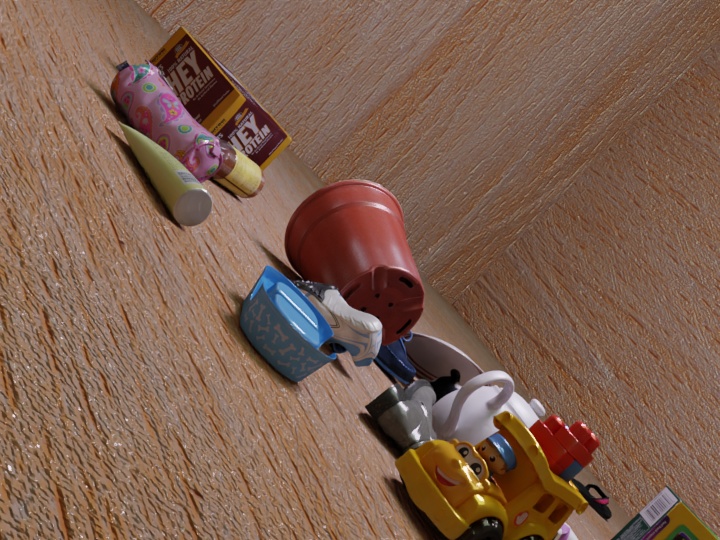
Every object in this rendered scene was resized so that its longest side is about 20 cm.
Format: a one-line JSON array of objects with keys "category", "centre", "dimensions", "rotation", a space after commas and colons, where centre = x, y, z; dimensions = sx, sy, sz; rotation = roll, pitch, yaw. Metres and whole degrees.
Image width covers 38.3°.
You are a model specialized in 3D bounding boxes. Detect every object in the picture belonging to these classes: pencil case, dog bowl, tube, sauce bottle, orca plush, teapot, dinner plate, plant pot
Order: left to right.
[{"category": "tube", "centre": [-0.243, -0.122, 1.288], "dimensions": [0.200, 0.051, 0.059], "rotation": [47, -36, 45]}, {"category": "pencil case", "centre": [-0.274, -0.209, 1.457], "dimensions": [0.200, 0.087, 0.087], "rotation": [50, 7, 27]}, {"category": "sauce bottle", "centre": [-0.225, -0.178, 1.696], "dimensions": [0.066, 0.066, 0.200], "rotation": [48, 4, 26]}, {"category": "dog bowl", "centre": [-0.083, 0.060, 1.147], "dimensions": [0.111, 0.050, 0.200], "rotation": [45, 5, -11]}, {"category": "plant pot", "centre": [0.000, 0.000, 1.572], "dimensions": [0.201, 0.200, 0.196], "rotation": [41, 15, -37]}, {"category": "dinner plate", "centre": [0.136, 0.155, 1.733], "dimensions": [0.198, 0.024, 0.201], "rotation": [27, -23, 12]}, {"category": "orca plush", "centre": [0.134, 0.227, 1.663], "dimensions": [0.201, 0.070, 0.107], "rotation": [-117, -153, -57]}, {"category": "teapot", "centre": [0.189, 0.227, 1.419], "dimensions": [0.198, 0.146, 0.200], "rotation": [51, 3, 0]}]

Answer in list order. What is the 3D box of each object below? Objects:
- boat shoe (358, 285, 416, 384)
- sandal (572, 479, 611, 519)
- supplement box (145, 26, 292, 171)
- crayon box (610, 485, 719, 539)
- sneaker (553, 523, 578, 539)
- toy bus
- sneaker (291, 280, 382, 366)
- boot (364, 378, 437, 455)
[{"category": "boat shoe", "centre": [0.029, 0.092, 1.658], "dimensions": [0.200, 0.069, 0.084], "rotation": [49, 7, 28]}, {"category": "sandal", "centre": [0.595, 0.571, 2.631], "dimensions": [0.200, 0.045, 0.075], "rotation": [42, 7, -38]}, {"category": "supplement box", "centre": [-0.258, -0.276, 1.802], "dimensions": [0.198, 0.133, 0.200], "rotation": [49, 6, 27]}, {"category": "crayon box", "centre": [0.461, 0.462, 1.588], "dimensions": [0.172, 0.200, 0.058], "rotation": [44, 5, -15]}, {"category": "sneaker", "centre": [0.203, 0.318, 1.280], "dimensions": [0.199, 0.073, 0.114], "rotation": [34, -7, -10]}, {"category": "toy bus", "centre": [0.162, 0.221, 1.120], "dimensions": [0.200, 0.192, 0.136], "rotation": [38, 11, -46]}, {"category": "sneaker", "centre": [-0.042, 0.066, 1.416], "dimensions": [0.071, 0.073, 0.199], "rotation": [5, 19, -37]}, {"category": "boot", "centre": [0.077, 0.210, 1.296], "dimensions": [0.131, 0.067, 0.200], "rotation": [55, 12, 13]}]
